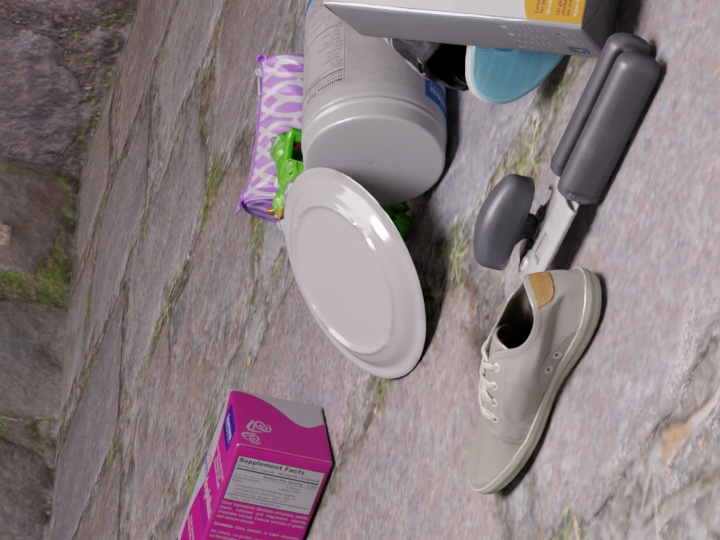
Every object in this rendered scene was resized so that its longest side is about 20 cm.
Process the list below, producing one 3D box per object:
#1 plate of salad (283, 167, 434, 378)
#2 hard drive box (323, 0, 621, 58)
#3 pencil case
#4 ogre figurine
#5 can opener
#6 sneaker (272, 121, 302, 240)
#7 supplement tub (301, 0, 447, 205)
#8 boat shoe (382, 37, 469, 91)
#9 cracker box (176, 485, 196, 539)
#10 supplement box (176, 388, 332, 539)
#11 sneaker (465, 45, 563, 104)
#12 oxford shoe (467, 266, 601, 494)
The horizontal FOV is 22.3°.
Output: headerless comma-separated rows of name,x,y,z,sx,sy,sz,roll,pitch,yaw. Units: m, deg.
plate of salad,0.000,0.000,1.615,0.200,0.048,0.200,35,137,40
hard drive box,0.090,-0.245,1.323,0.077,0.200,0.156,24,-105,-65
pencil case,-0.087,-0.152,2.066,0.084,0.085,0.200,137,141,-61
ogre figurine,-0.023,-0.085,1.736,0.200,0.120,0.098,-93,22,-44
can opener,0.138,-0.075,1.272,0.053,0.067,0.200,-102,28,-53
sneaker,-0.034,-0.112,1.887,0.087,0.075,0.200,-150,73,-67
supplement tub,0.013,-0.174,1.659,0.132,0.132,0.200,122,154,-49
boat shoe,0.076,-0.176,1.470,0.070,0.066,0.200,-44,-18,8
cracker box,-0.185,0.362,2.066,0.134,0.058,0.200,-103,29,-58
supplement box,-0.108,0.233,1.823,0.101,0.103,0.200,-105,33,-60
sneaker,0.122,-0.226,1.428,0.200,0.079,0.131,-67,19,2
oxford shoe,0.107,0.075,1.287,0.075,0.058,0.200,-102,27,-50
